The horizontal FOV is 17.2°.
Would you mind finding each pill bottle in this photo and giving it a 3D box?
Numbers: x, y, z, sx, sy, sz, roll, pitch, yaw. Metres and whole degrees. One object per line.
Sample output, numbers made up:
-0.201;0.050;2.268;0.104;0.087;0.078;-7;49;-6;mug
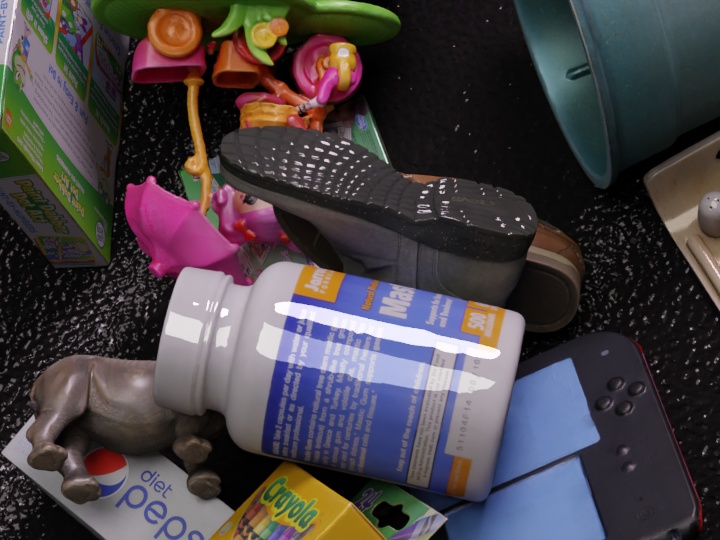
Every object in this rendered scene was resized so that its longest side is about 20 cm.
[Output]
-0.013;0.058;1.353;0.198;0.112;0.113;13;69;3;pill bottle

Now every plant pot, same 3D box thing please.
0.205;-0.179;1.453;0.195;0.201;0.201;-21;63;-3;plant pot

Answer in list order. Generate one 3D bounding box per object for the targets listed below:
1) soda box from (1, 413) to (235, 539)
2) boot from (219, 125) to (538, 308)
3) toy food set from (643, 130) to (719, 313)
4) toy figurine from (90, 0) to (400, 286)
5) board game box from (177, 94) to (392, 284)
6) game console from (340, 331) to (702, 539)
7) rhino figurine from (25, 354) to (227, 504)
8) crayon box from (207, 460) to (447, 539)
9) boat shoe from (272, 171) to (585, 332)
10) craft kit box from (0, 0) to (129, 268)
-0.122;0.153;1.450;0.199;0.068;0.064;35;78;26;soda box
0.000;0.000;1.405;0.199;0.131;0.068;17;32;2;boot
0.279;-0.013;1.422;0.143;0.060;0.201;-29;63;1;toy food set
-0.075;-0.075;1.497;0.198;0.150;0.186;4;79;-10;toy figurine
-0.026;-0.001;1.516;0.134;0.029;0.201;-22;63;5;board game box
0.089;0.127;1.383;0.199;0.031;0.177;-25;35;8;game console
-0.104;0.087;1.418;0.198;0.060;0.088;0;45;-15;rhino figurine
-0.055;0.180;1.315;0.200;0.126;0.052;-45;107;-8;crayon box
0.042;-0.022;1.462;0.199;0.072;0.068;23;33;-6;boat shoe
-0.203;-0.131;1.526;0.048;0.200;0.199;-6;64;12;craft kit box
